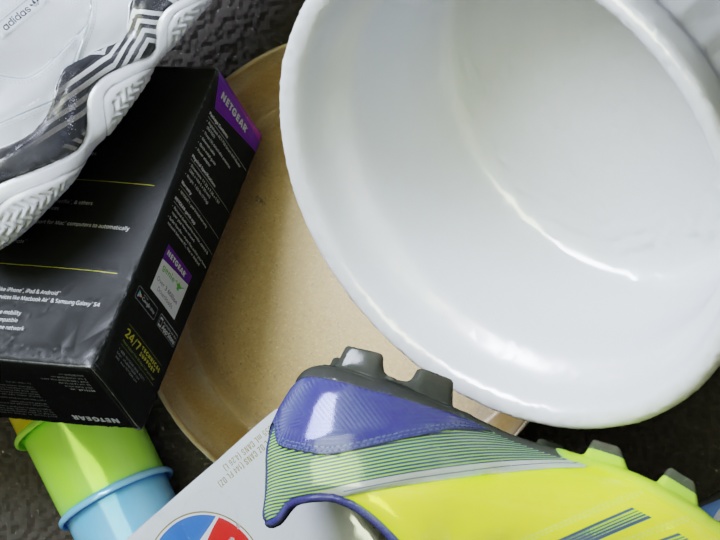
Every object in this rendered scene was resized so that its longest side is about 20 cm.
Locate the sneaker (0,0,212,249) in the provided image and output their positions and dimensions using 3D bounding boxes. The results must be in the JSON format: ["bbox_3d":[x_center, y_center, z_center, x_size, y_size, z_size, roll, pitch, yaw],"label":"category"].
[{"bbox_3d":[-0.129,-0.115,1.155,0.115,0.075,0.200,40,71,-15],"label":"sneaker"}]

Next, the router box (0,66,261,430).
[{"bbox_3d":[-0.157,-0.015,1.213,0.199,0.051,0.150,4,57,29],"label":"router box"}]

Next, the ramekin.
[{"bbox_3d":[0.078,-0.051,1.079,0.200,0.098,0.201,22,130,28],"label":"ramekin"}]

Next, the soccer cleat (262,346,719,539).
[{"bbox_3d":[0.058,0.097,1.077,0.199,0.065,0.084,22,77,-3],"label":"soccer cleat"}]

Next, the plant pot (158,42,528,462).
[{"bbox_3d":[0.000,0.000,1.221,0.199,0.027,0.201,-2,84,18],"label":"plant pot"}]

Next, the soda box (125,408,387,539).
[{"bbox_3d":[-0.071,0.139,1.154,0.200,0.064,0.068,-42,76,17],"label":"soda box"}]

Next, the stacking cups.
[{"bbox_3d":[-0.097,0.113,1.221,0.060,0.060,0.201,-29,76,13],"label":"stacking cups"}]

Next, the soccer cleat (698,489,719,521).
[{"bbox_3d":[0.126,0.130,1.142,0.199,0.070,0.087,-27,81,15],"label":"soccer cleat"}]
